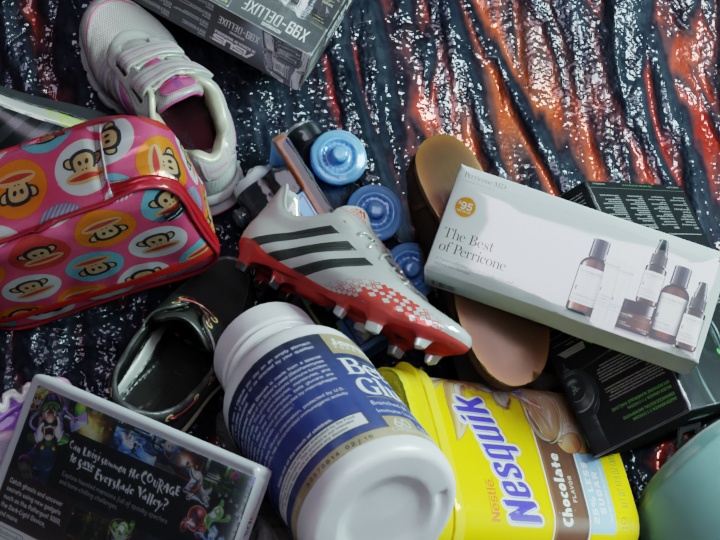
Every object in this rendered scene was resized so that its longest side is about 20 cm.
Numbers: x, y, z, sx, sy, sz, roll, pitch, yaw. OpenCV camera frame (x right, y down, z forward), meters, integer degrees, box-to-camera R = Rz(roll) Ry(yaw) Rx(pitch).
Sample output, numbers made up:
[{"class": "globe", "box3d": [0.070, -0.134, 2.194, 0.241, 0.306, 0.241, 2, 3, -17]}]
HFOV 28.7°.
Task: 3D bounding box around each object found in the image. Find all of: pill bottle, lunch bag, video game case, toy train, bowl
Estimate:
[{"class": "pill bottle", "box3d": [-0.028, 0.107, 0.956, 0.110, 0.112, 0.200, -20, 38, -18]}, {"class": "lunch bag", "box3d": [-0.208, -0.027, 1.029, 0.198, 0.176, 0.083, -17, 66, 4]}, {"class": "video game case", "box3d": [-0.170, 0.185, 0.930, 0.198, 0.023, 0.184, 17, 86, 29]}, {"class": "toy train", "box3d": [-0.021, -0.020, 1.114, 0.114, 0.087, 0.201, -31, 82, -14]}, {"class": "bowl", "box3d": [0.289, 0.183, 1.073, 0.200, 0.202, 0.105, -27, 59, -20]}]

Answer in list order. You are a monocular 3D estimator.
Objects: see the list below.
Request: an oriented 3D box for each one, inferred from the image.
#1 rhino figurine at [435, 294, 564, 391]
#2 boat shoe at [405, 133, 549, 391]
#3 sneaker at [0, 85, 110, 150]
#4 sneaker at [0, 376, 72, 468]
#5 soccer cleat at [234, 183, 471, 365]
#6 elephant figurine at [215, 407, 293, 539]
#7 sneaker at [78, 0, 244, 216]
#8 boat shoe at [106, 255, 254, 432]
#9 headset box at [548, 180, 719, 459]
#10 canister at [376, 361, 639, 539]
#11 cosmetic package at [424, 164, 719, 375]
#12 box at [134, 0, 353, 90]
[{"class": "rhino figurine", "box3d": [0.100, 0.013, 1.142, 0.087, 0.060, 0.202, -12, 72, -12]}, {"class": "boat shoe", "box3d": [0.086, -0.002, 1.058, 0.070, 0.070, 0.202, -12, 72, -15]}, {"class": "sneaker", "box3d": [-0.275, -0.092, 1.087, 0.198, 0.072, 0.084, 9, 71, -9]}, {"class": "sneaker", "box3d": [-0.278, 0.155, 1.004, 0.200, 0.080, 0.089, -37, 89, -16]}, {"class": "soccer cleat", "box3d": [0.000, 0.000, 1.020, 0.199, 0.069, 0.086, 23, 77, 27]}, {"class": "elephant figurine", "box3d": [-0.072, 0.215, 0.985, 0.141, 0.155, 0.201, -39, 96, -12]}, {"class": "sneaker", "box3d": [-0.154, -0.144, 1.123, 0.081, 0.088, 0.201, -34, 81, -21]}, {"class": "boat shoe", "box3d": [-0.127, 0.055, 1.049, 0.073, 0.063, 0.202, 25, 45, 5]}, {"class": "headset box", "box3d": [0.222, 0.040, 1.098, 0.173, 0.092, 0.202, -4, 66, -53]}, {"class": "canister", "box3d": [0.099, 0.152, 1.039, 0.198, 0.087, 0.150, 9, 52, -34]}, {"class": "cosmetic package", "box3d": [0.150, -0.001, 0.990, 0.198, 0.051, 0.083, 19, 76, 8]}, {"class": "box", "box3d": [-0.101, -0.260, 1.176, 0.199, 0.050, 0.158, 28, 54, -2]}]
